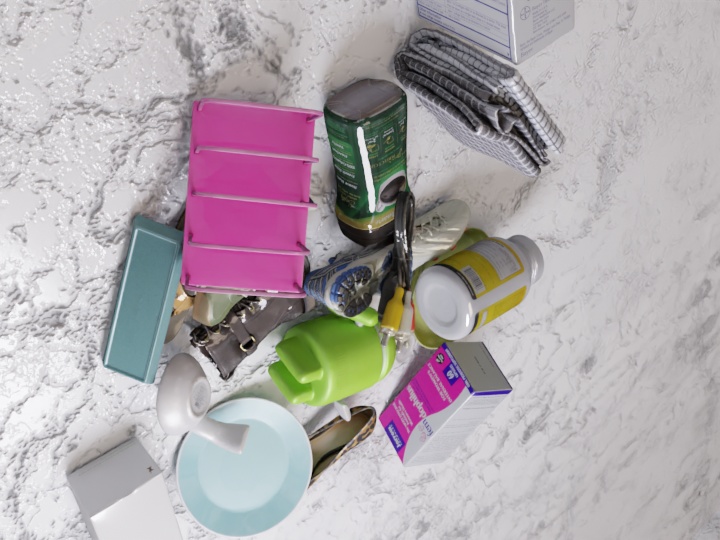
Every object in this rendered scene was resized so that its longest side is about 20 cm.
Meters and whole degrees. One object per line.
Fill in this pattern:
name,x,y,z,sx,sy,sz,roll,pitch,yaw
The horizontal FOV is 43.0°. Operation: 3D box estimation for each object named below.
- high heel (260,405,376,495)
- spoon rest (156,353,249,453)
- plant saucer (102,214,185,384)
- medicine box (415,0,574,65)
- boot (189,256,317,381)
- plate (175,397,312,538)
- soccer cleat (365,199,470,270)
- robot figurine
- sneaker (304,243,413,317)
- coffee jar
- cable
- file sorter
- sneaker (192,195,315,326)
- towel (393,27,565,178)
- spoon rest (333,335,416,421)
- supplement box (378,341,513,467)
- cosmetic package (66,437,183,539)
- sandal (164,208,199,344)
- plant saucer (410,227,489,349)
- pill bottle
high heel,-0.063,0.266,1.369,0.199,0.072,0.143,-22,157,-46
spoon rest,-0.212,0.181,1.181,0.201,0.060,0.101,60,39,-53
plant saucer,-0.254,0.039,1.064,0.019,0.069,0.203,-61,171,-69
medicine box,0.146,-0.371,1.046,0.102,0.182,0.202,-33,137,-21
boot,-0.144,0.041,1.164,0.173,0.069,0.202,-37,140,-18
plate,-0.165,0.278,1.299,0.197,0.026,0.204,-2,96,-18
soccer cleat,0.078,-0.043,1.313,0.199,0.069,0.078,-39,135,-11
robot figurine,-0.031,0.118,1.280,0.198,0.116,0.177,-16,140,-39
sneaker,0.000,0.000,1.205,0.199,0.084,0.079,-17,116,-54
coffee jar,0.013,-0.134,1.169,0.104,0.085,0.202,-34,137,-30
cable,0.062,0.003,1.177,0.097,0.050,0.204,9,93,-64
file sorter,-0.116,-0.076,0.973,0.136,0.125,0.204,4,95,-11
sneaker,-0.120,-0.016,1.074,0.203,0.089,0.067,-65,168,1
towel,0.147,-0.206,1.154,0.086,0.200,0.165,-51,139,3
spoon rest,0.019,0.138,1.408,0.200,0.060,0.100,-45,143,-28
supplement box,0.135,0.219,1.488,0.102,0.102,0.201,3,134,-43
cosmetic package,-0.305,0.335,1.216,0.107,0.085,0.203,-27,133,-27
sandal,-0.204,0.003,1.090,0.081,0.054,0.202,24,101,-49
plant saucer,0.136,0.024,1.424,0.198,0.031,0.203,-27,130,-37
pill bottle,0.183,0.017,1.360,0.198,0.111,0.114,-25,134,-37
